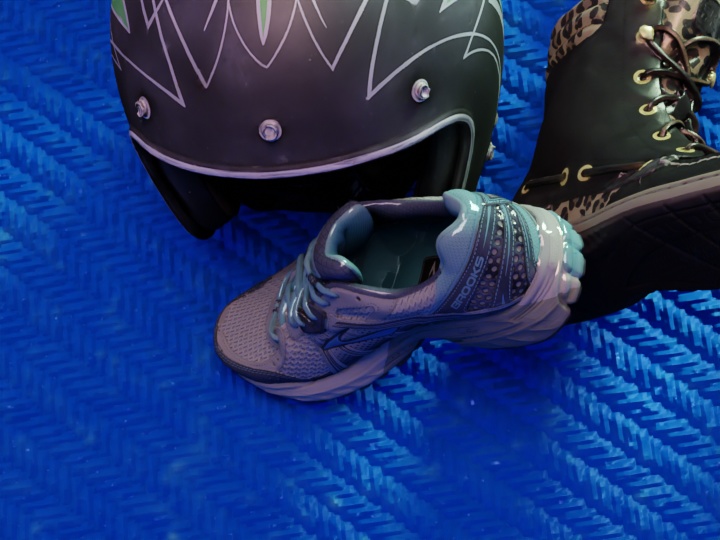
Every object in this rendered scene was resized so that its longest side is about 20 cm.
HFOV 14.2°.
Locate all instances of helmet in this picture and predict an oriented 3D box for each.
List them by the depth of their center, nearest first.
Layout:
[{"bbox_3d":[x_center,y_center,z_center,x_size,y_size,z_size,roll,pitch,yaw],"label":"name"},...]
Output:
[{"bbox_3d":[-0.025,-0.109,1.325,0.199,0.191,0.201,-5,61,9],"label":"helmet"}]

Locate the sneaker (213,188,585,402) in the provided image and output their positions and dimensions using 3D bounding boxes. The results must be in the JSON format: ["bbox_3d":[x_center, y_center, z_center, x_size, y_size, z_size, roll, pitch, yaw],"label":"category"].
[{"bbox_3d":[0.000,0.000,1.297,0.199,0.086,0.078,-18,57,38],"label":"sneaker"}]

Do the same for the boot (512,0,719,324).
[{"bbox_3d":[0.142,-0.064,1.313,0.200,0.073,0.151,-22,46,47],"label":"boot"}]
